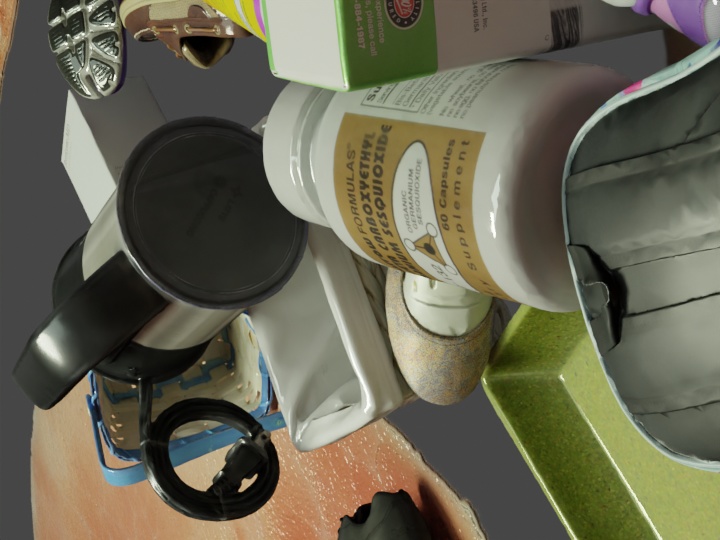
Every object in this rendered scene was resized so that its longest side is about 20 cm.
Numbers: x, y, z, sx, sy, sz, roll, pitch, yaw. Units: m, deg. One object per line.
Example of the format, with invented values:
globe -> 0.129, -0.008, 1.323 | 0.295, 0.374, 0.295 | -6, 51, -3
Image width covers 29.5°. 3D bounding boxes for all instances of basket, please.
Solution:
basket -> -0.156, 0.100, 1.179 | 0.200, 0.176, 0.140 | -130, 27, -52
basket -> 0.000, 0.000, 0.900 | 0.136, 0.123, 0.201 | -37, 70, 61

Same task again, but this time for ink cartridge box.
ink cartridge box -> 0.054, -0.174, 0.635 | 0.084, 0.199, 0.146 | 22, 123, 59

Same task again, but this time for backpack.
backpack -> 0.178, -0.011, 0.542 | 0.200, 0.150, 0.178 | -21, 84, 56

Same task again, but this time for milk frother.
milk frother -> -0.096, 0.041, 0.852 | 0.200, 0.181, 0.188 | 32, 153, -11

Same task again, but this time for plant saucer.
plant saucer -> 0.161, 0.081, 0.728 | 0.200, 0.048, 0.200 | 61, 148, 24

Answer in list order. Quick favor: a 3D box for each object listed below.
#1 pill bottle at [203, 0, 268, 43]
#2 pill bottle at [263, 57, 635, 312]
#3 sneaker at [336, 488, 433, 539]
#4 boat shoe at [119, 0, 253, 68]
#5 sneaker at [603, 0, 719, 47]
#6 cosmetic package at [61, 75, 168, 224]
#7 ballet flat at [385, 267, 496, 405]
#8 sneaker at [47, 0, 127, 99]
pill bottle -> -0.061, -0.214, 0.923 | 0.200, 0.104, 0.105 | 39, 136, 47
pill bottle -> 0.042, -0.053, 0.691 | 0.200, 0.114, 0.115 | 16, 118, 49
sneaker -> 0.009, 0.234, 1.073 | 0.200, 0.076, 0.091 | -51, 50, 49
boat shoe -> -0.137, -0.198, 1.109 | 0.200, 0.072, 0.072 | -3, 102, 57
sneaker -> 0.180, -0.162, 0.549 | 0.088, 0.080, 0.200 | 45, 136, 12
cosmetic package -> -0.208, -0.072, 1.285 | 0.200, 0.081, 0.113 | 58, 150, 27
ballet flat -> 0.050, -0.023, 0.796 | 0.067, 0.068, 0.201 | 102, 170, -83
sneaker -> -0.227, -0.247, 1.228 | 0.080, 0.083, 0.201 | -17, 70, 31
